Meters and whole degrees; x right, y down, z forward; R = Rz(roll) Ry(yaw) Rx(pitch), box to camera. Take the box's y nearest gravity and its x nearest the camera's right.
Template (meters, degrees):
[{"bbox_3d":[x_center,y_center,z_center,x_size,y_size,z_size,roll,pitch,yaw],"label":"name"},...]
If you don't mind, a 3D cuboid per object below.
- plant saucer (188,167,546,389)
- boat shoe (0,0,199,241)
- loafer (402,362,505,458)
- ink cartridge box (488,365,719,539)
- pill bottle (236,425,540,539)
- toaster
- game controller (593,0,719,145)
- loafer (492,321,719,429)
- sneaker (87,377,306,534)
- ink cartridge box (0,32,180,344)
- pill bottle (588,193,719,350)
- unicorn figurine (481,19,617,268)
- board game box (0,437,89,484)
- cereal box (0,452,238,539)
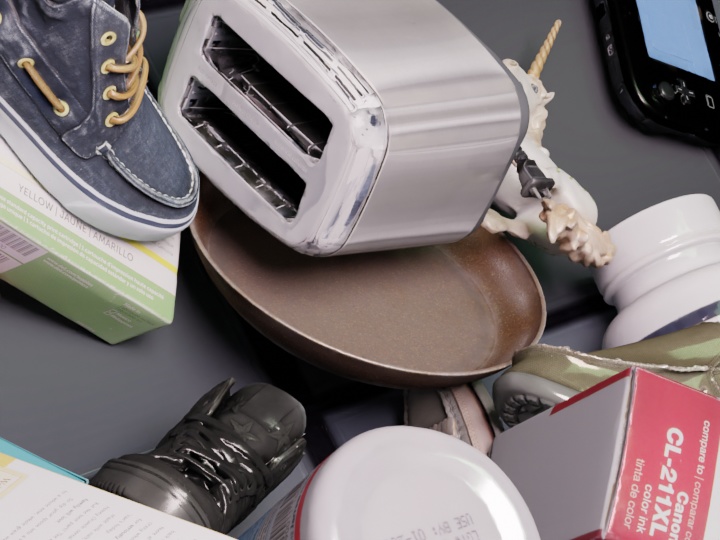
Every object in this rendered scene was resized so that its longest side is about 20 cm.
[{"bbox_3d":[0.000,0.000,0.997,0.198,0.032,0.201,17,32,-11],"label":"plant saucer"},{"bbox_3d":[-0.121,-0.091,0.866,0.200,0.090,0.071,43,39,-34],"label":"boat shoe"},{"bbox_3d":[0.047,0.140,0.959,0.062,0.072,0.202,-3,67,-26],"label":"loafer"},{"bbox_3d":[0.171,0.130,0.895,0.198,0.146,0.084,21,65,-15],"label":"ink cartridge box"},{"bbox_3d":[-0.015,0.153,0.821,0.108,0.200,0.110,15,55,-23],"label":"pill bottle"},{"bbox_3d":[-0.010,-0.081,0.974,0.128,0.114,0.200,-12,47,-46],"label":"toaster"},{"bbox_3d":[0.196,-0.174,1.260,0.103,0.042,0.202,8,59,-28],"label":"game controller"},{"bbox_3d":[0.158,0.062,0.961,0.198,0.075,0.070,12,68,-20],"label":"loafer"},{"bbox_3d":[-0.067,0.086,0.857,0.060,0.200,0.104,42,74,3],"label":"sneaker"},{"bbox_3d":[-0.149,-0.083,0.950,0.145,0.048,0.202,35,46,-42],"label":"ink cartridge box"},{"bbox_3d":[0.202,0.064,1.072,0.110,0.111,0.202,-8,67,-35],"label":"pill bottle"},{"bbox_3d":[0.084,-0.067,1.092,0.137,0.074,0.201,16,41,-44],"label":"unicorn figurine"},{"bbox_3d":[-0.229,0.113,0.802,0.199,0.047,0.152,30,43,-14],"label":"board game box"},{"bbox_3d":[-0.126,0.138,0.709,0.198,0.040,0.144,16,37,29],"label":"cereal box"}]
